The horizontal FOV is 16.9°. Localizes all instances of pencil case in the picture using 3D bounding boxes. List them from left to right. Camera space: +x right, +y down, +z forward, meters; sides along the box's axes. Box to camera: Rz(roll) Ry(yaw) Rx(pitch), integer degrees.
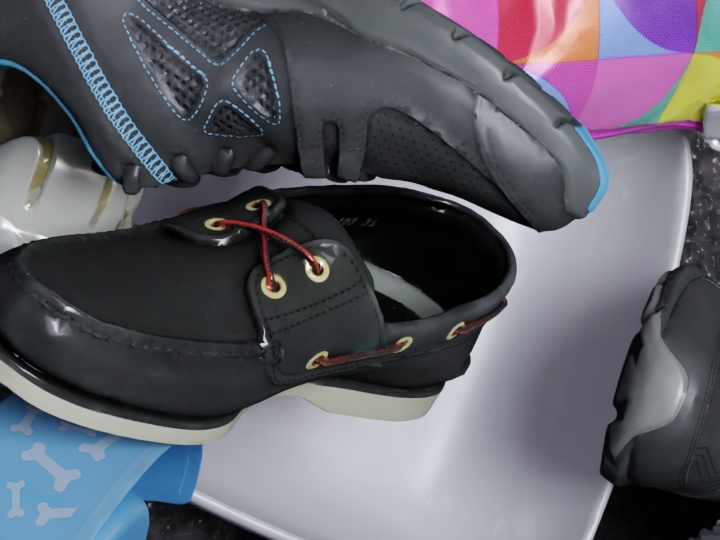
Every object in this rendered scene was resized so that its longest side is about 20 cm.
[{"bbox_3d":[0.054,-0.076,0.770,0.199,0.088,0.089,-3,85,-24],"label":"pencil case"}]

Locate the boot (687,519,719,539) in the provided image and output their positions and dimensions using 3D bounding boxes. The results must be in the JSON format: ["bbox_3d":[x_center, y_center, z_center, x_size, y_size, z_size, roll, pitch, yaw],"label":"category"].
[{"bbox_3d":[0.160,0.170,0.795,0.164,0.066,0.201,-17,119,-33],"label":"boot"}]

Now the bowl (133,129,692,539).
[{"bbox_3d":[0.000,0.000,0.819,0.199,0.075,0.201,25,75,-21],"label":"bowl"}]

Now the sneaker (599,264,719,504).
[{"bbox_3d":[0.136,0.046,0.814,0.079,0.200,0.076,19,92,21],"label":"sneaker"}]

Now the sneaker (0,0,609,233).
[{"bbox_3d":[-0.029,-0.050,0.664,0.199,0.073,0.082,26,91,8],"label":"sneaker"}]

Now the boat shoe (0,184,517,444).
[{"bbox_3d":[-0.031,0.005,0.683,0.201,0.063,0.074,1,40,-52],"label":"boat shoe"}]

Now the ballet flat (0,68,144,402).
[{"bbox_3d":[-0.088,-0.048,0.717,0.075,0.064,0.201,18,74,-24],"label":"ballet flat"}]

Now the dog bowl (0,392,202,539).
[{"bbox_3d":[-0.104,0.112,0.699,0.049,0.200,0.112,30,45,9],"label":"dog bowl"}]
